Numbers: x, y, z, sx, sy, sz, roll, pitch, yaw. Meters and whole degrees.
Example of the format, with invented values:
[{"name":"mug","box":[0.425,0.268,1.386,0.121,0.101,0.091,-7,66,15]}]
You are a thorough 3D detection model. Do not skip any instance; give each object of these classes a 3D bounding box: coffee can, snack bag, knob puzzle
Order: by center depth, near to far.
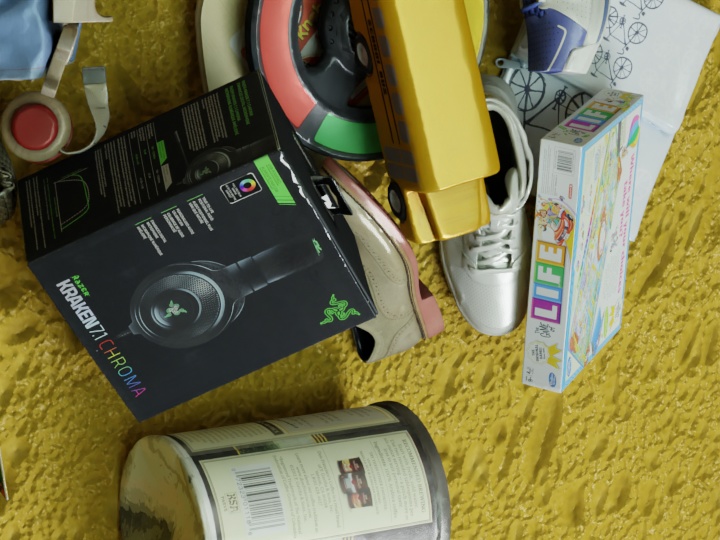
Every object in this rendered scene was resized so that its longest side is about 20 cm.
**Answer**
[{"name":"knob puzzle","box":[-0.043,-0.184,1.697,0.219,0.030,0.221,-9,108,-29]},{"name":"coffee can","box":[-0.056,0.179,1.717,0.199,0.146,0.147,-6,106,-30]},{"name":"snack bag","box":[0.184,-0.139,1.854,0.188,0.021,0.201,22,91,-34]}]

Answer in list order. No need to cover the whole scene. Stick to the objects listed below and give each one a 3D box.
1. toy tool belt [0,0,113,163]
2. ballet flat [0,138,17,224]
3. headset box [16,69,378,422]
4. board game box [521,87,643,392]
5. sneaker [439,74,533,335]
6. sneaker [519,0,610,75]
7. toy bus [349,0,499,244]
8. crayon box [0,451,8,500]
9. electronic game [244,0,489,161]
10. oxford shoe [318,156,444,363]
[{"name":"toy tool belt","box":[-0.219,-0.168,1.515,0.124,0.123,0.201,-4,94,-2]},{"name":"ballet flat","box":[-0.280,-0.113,1.559,0.067,0.046,0.201,-35,118,-20]},{"name":"headset box","box":[-0.103,-0.017,1.600,0.199,0.093,0.174,-24,132,6]},{"name":"board game box","box":[0.170,-0.024,1.810,0.134,0.034,0.201,-37,136,-56]},{"name":"sneaker","box":[0.093,-0.038,1.760,0.073,0.116,0.201,-5,102,2]},{"name":"sneaker","box":[0.127,-0.247,1.752,0.115,0.081,0.201,11,86,-18]},{"name":"toy bus","box":[0.047,-0.120,1.645,0.065,0.078,0.201,-17,101,-19]},{"name":"crayon box","box":[-0.289,0.065,1.510,0.051,0.200,0.128,-15,110,-27]},{"name":"electronic game","box":[0.007,-0.177,1.686,0.199,0.042,0.201,-9,108,-30]},{"name":"oxford shoe","box":[0.000,0.000,1.730,0.075,0.070,0.200,-35,134,-6]}]
